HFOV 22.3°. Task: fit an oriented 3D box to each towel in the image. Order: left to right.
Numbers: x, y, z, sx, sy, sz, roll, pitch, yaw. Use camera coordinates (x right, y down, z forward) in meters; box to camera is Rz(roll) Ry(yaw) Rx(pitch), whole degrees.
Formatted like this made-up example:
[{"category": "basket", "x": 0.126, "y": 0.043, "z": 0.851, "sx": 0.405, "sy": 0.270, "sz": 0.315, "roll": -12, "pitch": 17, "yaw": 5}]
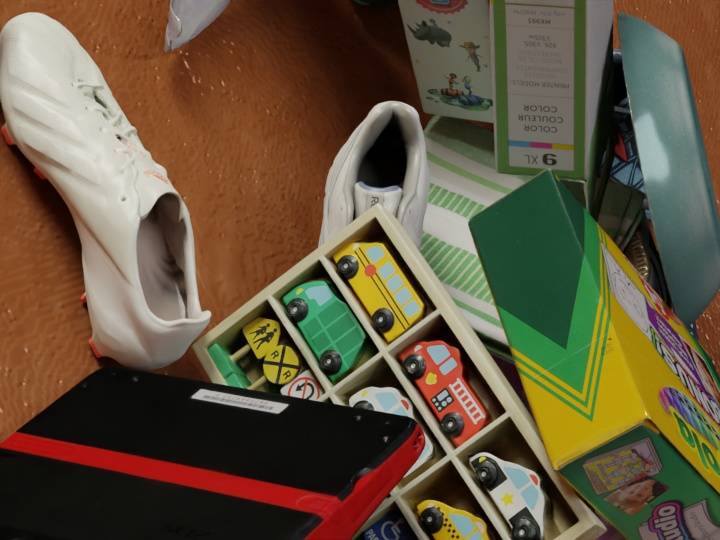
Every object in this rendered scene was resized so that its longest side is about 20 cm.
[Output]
[{"category": "towel", "x": 0.082, "y": -0.022, "z": 1.103, "sx": 0.152, "sy": 0.023, "sz": 0.200, "roll": 23, "pitch": 38, "yaw": 9}]

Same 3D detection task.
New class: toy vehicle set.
[{"category": "toy vehicle set", "x": 0.015, "y": 0.081, "z": 0.901, "sx": 0.200, "sy": 0.124, "sz": 0.027, "roll": 56, "pitch": 9, "yaw": 24}]

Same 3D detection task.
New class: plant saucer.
[{"category": "plant saucer", "x": 0.196, "y": -0.064, "z": 1.127, "sx": 0.200, "sy": 0.036, "sz": 0.201, "roll": -11, "pitch": 90, "yaw": -77}]

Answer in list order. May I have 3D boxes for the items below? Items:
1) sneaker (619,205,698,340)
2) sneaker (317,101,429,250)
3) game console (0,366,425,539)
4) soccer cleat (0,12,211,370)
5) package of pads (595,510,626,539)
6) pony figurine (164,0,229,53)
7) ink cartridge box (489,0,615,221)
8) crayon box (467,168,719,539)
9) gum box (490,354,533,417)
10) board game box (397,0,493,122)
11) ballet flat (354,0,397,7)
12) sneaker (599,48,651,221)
[{"category": "sneaker", "x": 0.169, "y": 0.036, "z": 1.165, "sx": 0.200, "sy": 0.070, "sz": 0.109, "roll": -69, "pitch": 139, "yaw": -59}, {"category": "sneaker", "x": 0.000, "y": 0.000, "z": 0.982, "sx": 0.074, "sy": 0.087, "sz": 0.201, "roll": 4, "pitch": 69, "yaw": -1}, {"category": "game console", "x": -0.093, "y": 0.106, "z": 0.831, "sx": 0.177, "sy": 0.199, "sz": 0.031, "roll": -39, "pitch": 129, "yaw": -49}, {"category": "soccer cleat", "x": -0.129, "y": -0.047, "z": 0.945, "sx": 0.069, "sy": 0.077, "sz": 0.201, "roll": -15, "pitch": 82, "yaw": -46}, {"category": "package of pads", "x": 0.171, "y": 0.190, "z": 1.065, "sx": 0.200, "sy": 0.075, "sz": 0.121, "roll": -25, "pitch": 117, "yaw": -63}, {"category": "pony figurine", "x": -0.065, "y": -0.237, "z": 1.064, "sx": 0.200, "sy": 0.167, "sz": 0.193, "roll": 48, "pitch": 35, "yaw": 5}, {"category": "ink cartridge box", "x": 0.114, "y": -0.122, "z": 1.071, "sx": 0.104, "sy": 0.059, "sz": 0.201, "roll": -69, "pitch": 159, "yaw": -48}, {"category": "crayon box", "x": 0.146, "y": 0.071, "z": 0.942, "sx": 0.200, "sy": 0.058, "sz": 0.173, "roll": 43, "pitch": 21, "yaw": -41}, {"category": "gum box", "x": 0.065, "y": 0.124, "z": 1.059, "sx": 0.113, "sy": 0.066, "sz": 0.201, "roll": 39, "pitch": 48, "yaw": -23}, {"category": "board game box", "x": 0.075, "y": -0.212, "z": 1.113, "sx": 0.200, "sy": 0.064, "sz": 0.148, "roll": 71, "pitch": 37, "yaw": -49}, {"category": "ballet flat", "x": 0.061, "y": -0.232, "z": 1.224, "sx": 0.068, "sy": 0.068, "sz": 0.200, "roll": 53, "pitch": 44, "yaw": -9}, {"category": "sneaker", "x": 0.180, "y": -0.102, "z": 1.257, "sx": 0.199, "sy": 0.095, "sz": 0.080, "roll": 29, "pitch": 53, "yaw": -31}]
